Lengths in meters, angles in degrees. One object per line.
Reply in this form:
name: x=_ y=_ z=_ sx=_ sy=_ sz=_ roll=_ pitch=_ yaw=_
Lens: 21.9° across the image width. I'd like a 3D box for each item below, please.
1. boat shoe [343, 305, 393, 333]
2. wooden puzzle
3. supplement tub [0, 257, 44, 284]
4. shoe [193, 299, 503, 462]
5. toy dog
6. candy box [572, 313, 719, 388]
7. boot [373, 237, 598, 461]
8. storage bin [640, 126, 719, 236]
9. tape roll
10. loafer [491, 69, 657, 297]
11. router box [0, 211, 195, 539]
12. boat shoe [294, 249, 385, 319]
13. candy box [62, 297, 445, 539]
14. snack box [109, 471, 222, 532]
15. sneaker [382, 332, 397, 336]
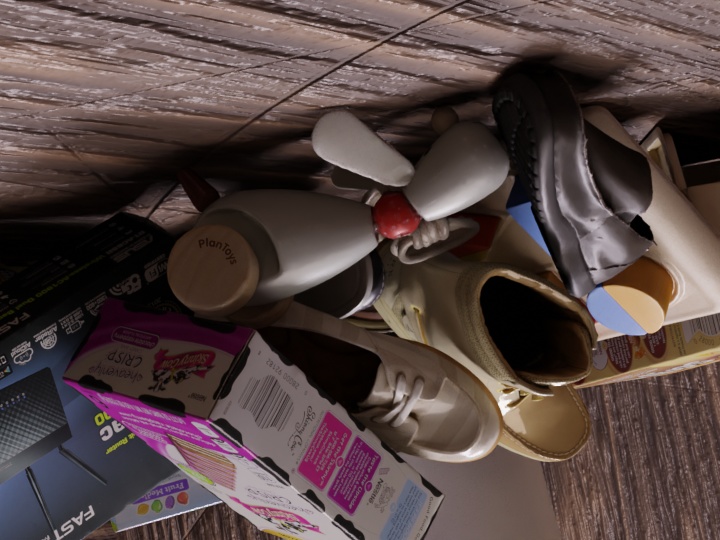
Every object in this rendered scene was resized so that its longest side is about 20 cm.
boat shoe: x=0.000 y=0.000 z=1.315 sx=0.199 sy=0.068 sz=0.072 roll=-7 pitch=-144 yaw=14
wooden puzzle: x=0.121 y=-0.007 z=1.201 sx=0.199 sy=0.046 sz=0.185 roll=-21 pitch=127 yaw=40
supplement tub: x=-0.207 y=0.062 z=1.240 sx=0.199 sy=0.145 sz=0.144 roll=-3 pitch=169 yaw=-43
shoe: x=-0.011 y=0.064 z=1.106 sx=0.199 sy=0.070 sz=0.053 roll=25 pitch=-161 yaw=9
toy dog: x=-0.025 y=-0.044 z=1.048 sx=0.199 sy=0.097 sz=0.132 roll=-22 pitch=167 yaw=-15
candy box: x=0.246 y=0.039 z=1.344 sx=0.115 sy=0.056 sz=0.200 roll=-5 pitch=171 yaw=-35
boot: x=0.103 y=0.059 z=1.154 sx=0.073 sy=0.200 sz=0.155 roll=-47 pitch=-157 yaw=-14
storage bin: x=0.294 y=-0.055 z=1.293 sx=0.199 sy=0.094 sz=0.199 roll=-10 pitch=171 yaw=-4
tape roll: x=0.046 y=0.201 z=1.362 sx=0.202 sy=0.140 sz=0.203 roll=-15 pitch=173 yaw=-2
loafer: x=0.126 y=-0.058 z=1.053 sx=0.071 sy=0.073 sz=0.200 roll=-24 pitch=152 yaw=3
router box: x=-0.183 y=0.080 z=1.121 sx=0.200 sy=0.150 sz=0.062 roll=-34 pitch=-145 yaw=-27
boat shoe: x=-0.040 y=-0.001 z=1.203 sx=0.060 sy=0.074 sz=0.200 roll=1 pitch=177 yaw=-37
candy box: x=-0.061 y=0.100 z=1.093 sx=0.136 sy=0.061 sz=0.200 roll=10 pitch=155 yaw=45
snack box: x=-0.093 y=0.133 z=1.363 sx=0.199 sy=0.053 sz=0.142 roll=-15 pitch=-177 yaw=-8
sneaker: x=-0.035 y=0.035 z=1.392 sx=0.199 sy=0.080 sz=0.075 roll=5 pitch=153 yaw=41
